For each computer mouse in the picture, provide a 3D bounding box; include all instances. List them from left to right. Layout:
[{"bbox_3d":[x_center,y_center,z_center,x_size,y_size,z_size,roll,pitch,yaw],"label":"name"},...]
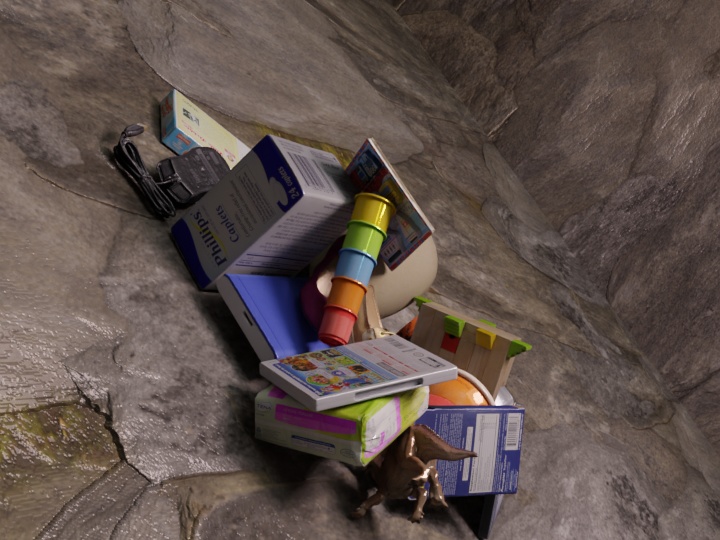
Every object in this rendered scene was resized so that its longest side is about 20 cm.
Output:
[{"bbox_3d":[-0.268,-0.146,1.597,0.141,0.046,0.200,54,31,-2],"label":"computer mouse"}]

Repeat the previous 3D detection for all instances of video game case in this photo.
[{"bbox_3d":[-0.003,0.120,1.373,0.197,0.018,0.143,-9,18,-30],"label":"video game case"},{"bbox_3d":[0.214,0.299,1.728,0.019,0.145,0.200,12,15,13],"label":"video game case"}]

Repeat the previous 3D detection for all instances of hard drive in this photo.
[{"bbox_3d":[-0.096,0.065,1.515,0.133,0.025,0.199,56,22,18],"label":"hard drive"}]

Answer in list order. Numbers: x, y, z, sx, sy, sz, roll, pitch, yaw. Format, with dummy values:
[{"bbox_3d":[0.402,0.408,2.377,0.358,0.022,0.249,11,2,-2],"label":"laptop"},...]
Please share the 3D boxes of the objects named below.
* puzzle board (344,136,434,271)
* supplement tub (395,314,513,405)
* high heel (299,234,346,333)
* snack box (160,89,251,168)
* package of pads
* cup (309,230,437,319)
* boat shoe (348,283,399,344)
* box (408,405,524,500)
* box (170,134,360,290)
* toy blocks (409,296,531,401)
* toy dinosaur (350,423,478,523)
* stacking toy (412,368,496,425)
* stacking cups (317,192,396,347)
[{"bbox_3d":[0.026,-0.085,1.579,0.152,0.017,0.200,56,-20,4],"label":"puzzle board"},{"bbox_3d":[0.140,0.165,1.808,0.201,0.122,0.122,53,20,10],"label":"supplement tub"},{"bbox_3d":[-0.029,0.011,1.549,0.067,0.096,0.201,40,22,-21],"label":"high heel"},{"bbox_3d":[-0.223,-0.183,1.767,0.199,0.037,0.117,38,22,-32],"label":"snack box"},{"bbox_3d":[-0.015,0.160,1.390,0.200,0.152,0.069,-30,124,-59],"label":"package of pads"},{"bbox_3d":[0.000,0.000,1.741,0.201,0.200,0.143,48,44,-5],"label":"cup"},{"bbox_3d":[0.025,0.112,1.535,0.074,0.065,0.203,-4,86,-68],"label":"boat shoe"},{"bbox_3d":[0.138,0.244,1.549,0.198,0.123,0.032,5,1,-37],"label":"box"},{"bbox_3d":[-0.121,-0.069,1.538,0.106,0.200,0.183,56,20,19],"label":"box"},{"bbox_3d":[0.144,0.139,1.706,0.198,0.139,0.100,22,10,23],"label":"toy blocks"},{"bbox_3d":[0.055,0.234,1.428,0.085,0.200,0.137,27,42,-28],"label":"toy dinosaur"},{"bbox_3d":[0.091,0.237,1.596,0.147,0.146,0.199,52,44,6],"label":"stacking toy"},{"bbox_3d":[-0.007,0.003,1.487,0.060,0.060,0.203,32,67,-40],"label":"stacking cups"}]
